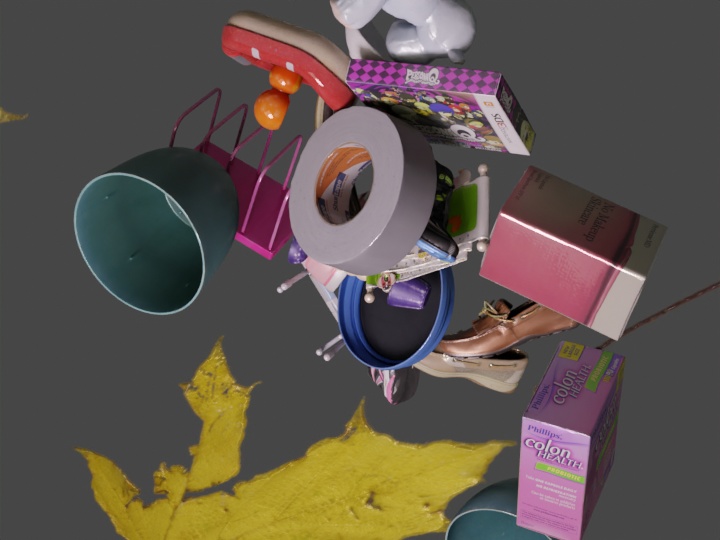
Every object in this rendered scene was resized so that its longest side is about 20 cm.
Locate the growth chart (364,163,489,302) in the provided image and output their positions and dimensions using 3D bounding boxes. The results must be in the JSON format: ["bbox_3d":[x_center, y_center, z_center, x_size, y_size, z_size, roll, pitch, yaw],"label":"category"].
[{"bbox_3d":[0.086,-0.052,1.535,0.198,0.147,0.018,-23,143,25],"label":"growth chart"}]

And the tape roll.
[{"bbox_3d":[0.000,-0.099,1.471,0.198,0.204,0.066,-19,155,39],"label":"tape roll"}]

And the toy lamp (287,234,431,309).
[{"bbox_3d":[0.000,0.000,1.596,0.197,0.058,0.059,21,131,11],"label":"toy lamp"}]

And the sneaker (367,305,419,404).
[{"bbox_3d":[0.041,0.101,1.763,0.086,0.080,0.203,32,126,36],"label":"sneaker"}]

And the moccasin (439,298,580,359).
[{"bbox_3d":[0.200,0.067,1.613,0.198,0.074,0.079,-19,98,17],"label":"moccasin"}]

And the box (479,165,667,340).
[{"bbox_3d":[0.269,-0.025,1.498,0.197,0.128,0.110,25,131,12],"label":"box"}]

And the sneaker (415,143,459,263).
[{"bbox_3d":[0.083,-0.092,1.498,0.082,0.202,0.070,-38,134,22],"label":"sneaker"}]

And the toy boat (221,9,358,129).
[{"bbox_3d":[-0.097,-0.246,1.535,0.197,0.130,0.133,22,92,20],"label":"toy boat"}]

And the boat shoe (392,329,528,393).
[{"bbox_3d":[0.144,0.115,1.693,0.197,0.073,0.066,18,120,-9],"label":"boat shoe"}]

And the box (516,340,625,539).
[{"bbox_3d":[0.291,0.236,1.638,0.095,0.176,0.203,13,127,22],"label":"box"}]

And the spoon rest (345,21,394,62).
[{"bbox_3d":[-0.011,-0.312,1.499,0.200,0.099,0.061,42,107,13],"label":"spoon rest"}]

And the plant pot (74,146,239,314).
[{"bbox_3d":[-0.253,-0.070,1.569,0.197,0.161,0.204,13,123,20],"label":"plant pot"}]

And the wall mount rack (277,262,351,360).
[{"bbox_3d":[-0.063,0.060,1.736,0.202,0.074,0.174,58,170,-1],"label":"wall mount rack"}]

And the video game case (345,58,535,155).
[{"bbox_3d":[0.102,-0.202,1.466,0.197,0.036,0.181,10,167,24],"label":"video game case"}]

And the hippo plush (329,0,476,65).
[{"bbox_3d":[0.073,-0.334,1.415,0.198,0.161,0.161,-20,135,32],"label":"hippo plush"}]

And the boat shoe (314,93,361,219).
[{"bbox_3d":[-0.026,-0.148,1.598,0.064,0.073,0.204,-3,90,9],"label":"boat shoe"}]

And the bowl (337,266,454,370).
[{"bbox_3d":[0.050,0.039,1.658,0.198,0.039,0.205,-13,71,41],"label":"bowl"}]

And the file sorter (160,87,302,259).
[{"bbox_3d":[-0.163,-0.144,1.666,0.198,0.139,0.127,30,131,9],"label":"file sorter"}]

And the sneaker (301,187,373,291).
[{"bbox_3d":[-0.024,-0.073,1.650,0.104,0.075,0.201,37,115,0],"label":"sneaker"}]

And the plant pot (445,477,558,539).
[{"bbox_3d":[0.245,0.396,1.806,0.197,0.135,0.203,16,129,21],"label":"plant pot"}]
